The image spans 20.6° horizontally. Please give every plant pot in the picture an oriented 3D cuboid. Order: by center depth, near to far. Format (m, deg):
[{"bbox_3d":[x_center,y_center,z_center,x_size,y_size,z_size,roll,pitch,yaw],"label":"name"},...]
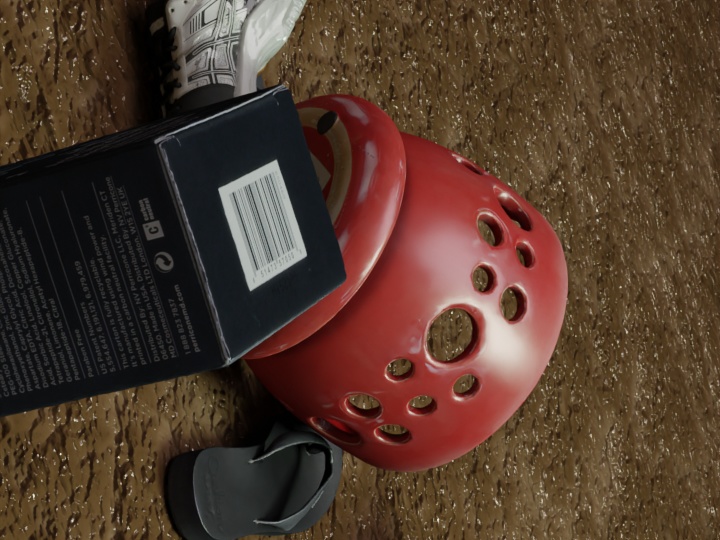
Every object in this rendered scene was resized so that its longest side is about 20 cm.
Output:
[{"bbox_3d":[0.000,0.000,1.243,0.182,0.200,0.201,36,45,-35],"label":"plant pot"}]

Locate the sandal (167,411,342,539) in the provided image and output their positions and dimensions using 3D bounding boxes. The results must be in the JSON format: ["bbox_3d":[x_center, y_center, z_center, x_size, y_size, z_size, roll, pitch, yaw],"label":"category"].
[{"bbox_3d":[-0.053,0.134,1.251,0.200,0.043,0.077,-16,93,-66],"label":"sandal"}]

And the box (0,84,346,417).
[{"bbox_3d":[-0.132,-0.005,0.958,0.148,0.199,0.108,-36,110,-65],"label":"box"}]

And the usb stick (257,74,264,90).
[{"bbox_3d":[-0.096,-0.209,1.341,0.055,0.032,0.201,11,68,-63],"label":"usb stick"}]

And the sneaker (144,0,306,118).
[{"bbox_3d":[-0.106,-0.126,1.254,0.087,0.076,0.201,29,56,-13],"label":"sneaker"}]
